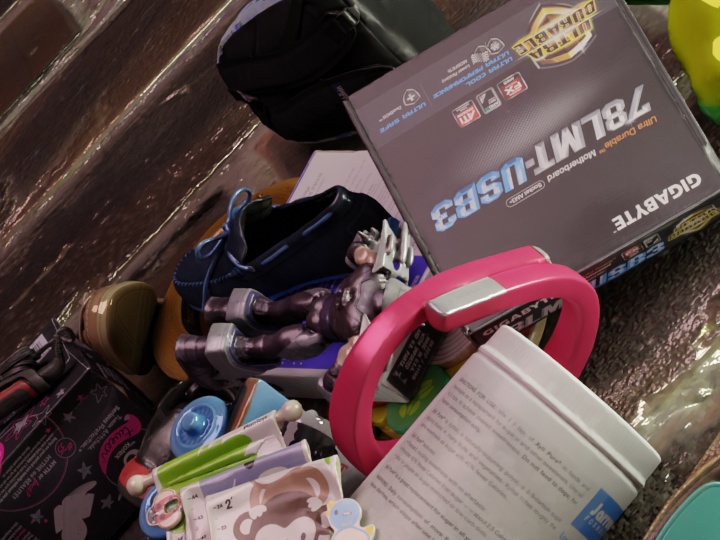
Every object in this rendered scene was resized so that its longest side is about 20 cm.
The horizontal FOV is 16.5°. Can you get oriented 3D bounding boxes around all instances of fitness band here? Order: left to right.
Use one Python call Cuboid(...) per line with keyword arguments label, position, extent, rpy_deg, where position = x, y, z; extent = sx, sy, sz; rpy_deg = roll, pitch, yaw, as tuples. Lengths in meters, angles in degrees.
Cuboid(label="fitness band", position=(0.066, 0.060, 1.541), extent=(0.037, 0.200, 0.144), rpy_deg=(42, 133, 35))

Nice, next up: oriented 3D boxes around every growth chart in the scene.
Cuboid(label="growth chart", position=(-0.059, 0.168, 1.452), extent=(0.145, 0.018, 0.200), rpy_deg=(-31, 48, 13))

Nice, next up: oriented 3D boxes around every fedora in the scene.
Cuboid(label="fedora", position=(-0.069, 0.022, 1.884), extent=(0.201, 0.082, 0.201), rpy_deg=(-34, 31, 24))

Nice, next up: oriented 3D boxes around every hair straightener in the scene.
Cuboid(label="hair straightener", position=(-0.295, 0.094, 1.912), extent=(0.200, 0.041, 0.077), rpy_deg=(-37, 29, 21))

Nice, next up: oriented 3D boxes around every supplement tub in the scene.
Cuboid(label="supplement tub", position=(0.068, 0.147, 1.476), extent=(0.200, 0.132, 0.132), rpy_deg=(-49, 28, -1))

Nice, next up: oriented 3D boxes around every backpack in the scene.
Cuboid(label="backpack", position=(-0.026, -0.182, 2.028), extent=(0.200, 0.163, 0.154), rpy_deg=(-32, 22, 40))

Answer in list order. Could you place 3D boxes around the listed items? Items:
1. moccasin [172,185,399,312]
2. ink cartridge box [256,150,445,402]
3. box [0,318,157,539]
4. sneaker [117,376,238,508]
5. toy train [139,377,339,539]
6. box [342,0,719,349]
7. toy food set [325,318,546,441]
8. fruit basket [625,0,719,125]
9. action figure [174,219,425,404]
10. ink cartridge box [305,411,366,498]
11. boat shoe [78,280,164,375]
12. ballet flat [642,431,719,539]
Cuboid(label="moccasin", position=(-0.062, -0.027, 1.737), extent=(0.200, 0.068, 0.081), rpy_deg=(-19, 41, 37))
Cuboid(label="ink cartridge box", position=(0.000, 0.000, 1.739), extent=(0.200, 0.043, 0.198), rpy_deg=(2, 56, 48))
Cuboid(label="box", position=(-0.252, 0.161, 1.934), extent=(0.200, 0.115, 0.132), rpy_deg=(-48, 26, -1))
Cuboid(label="sneaker", position=(-0.104, 0.118, 1.744), extent=(0.098, 0.071, 0.200), rpy_deg=(-63, -10, 10))
Cuboid(label="toy train", position=(-0.079, 0.163, 1.538), extent=(0.114, 0.087, 0.200), rpy_deg=(6, 64, 42))
Cuboid(label="box", position=(0.117, -0.078, 1.634), extent=(0.200, 0.050, 0.199), rpy_deg=(-29, 64, 7))
Cuboid(label="toy food set", position=(0.053, 0.047, 1.714), extent=(0.198, 0.049, 0.200), rpy_deg=(2, 55, 56))
Cuboid(label="fruit basket", position=(0.265, -0.198, 1.671), extent=(0.215, 0.155, 0.216), rpy_deg=(7, 100, 44))
Cuboid(label="action figure", position=(-0.024, 0.033, 1.635), extent=(0.200, 0.069, 0.130), rpy_deg=(-10, 47, 40))
Cuboid(label="ink cartridge box", position=(-0.052, 0.200, 1.629), extent=(0.200, 0.085, 0.144), rpy_deg=(-55, 29, -9))
Cuboid(label="boat shoe", position=(-0.191, 0.046, 1.939), extent=(0.200, 0.064, 0.071), rpy_deg=(38, -122, -79))
Cuboid(label="ballet flat", position=(0.214, 0.124, 1.389), extent=(0.200, 0.070, 0.065), rpy_deg=(-50, 0, -10))
